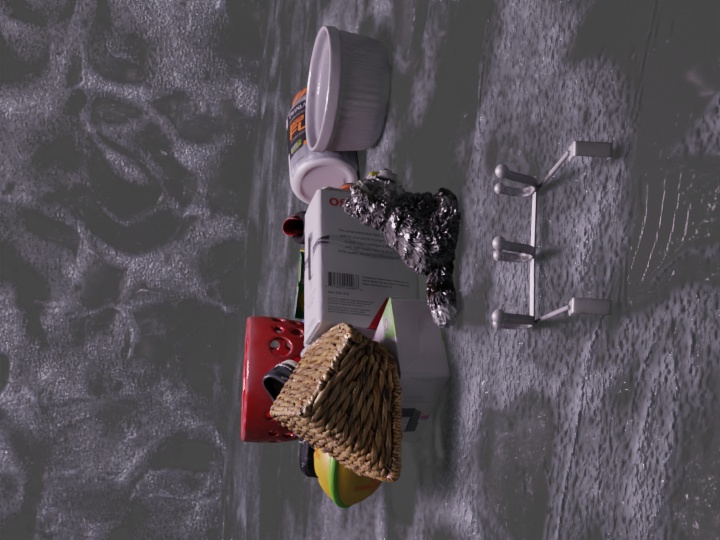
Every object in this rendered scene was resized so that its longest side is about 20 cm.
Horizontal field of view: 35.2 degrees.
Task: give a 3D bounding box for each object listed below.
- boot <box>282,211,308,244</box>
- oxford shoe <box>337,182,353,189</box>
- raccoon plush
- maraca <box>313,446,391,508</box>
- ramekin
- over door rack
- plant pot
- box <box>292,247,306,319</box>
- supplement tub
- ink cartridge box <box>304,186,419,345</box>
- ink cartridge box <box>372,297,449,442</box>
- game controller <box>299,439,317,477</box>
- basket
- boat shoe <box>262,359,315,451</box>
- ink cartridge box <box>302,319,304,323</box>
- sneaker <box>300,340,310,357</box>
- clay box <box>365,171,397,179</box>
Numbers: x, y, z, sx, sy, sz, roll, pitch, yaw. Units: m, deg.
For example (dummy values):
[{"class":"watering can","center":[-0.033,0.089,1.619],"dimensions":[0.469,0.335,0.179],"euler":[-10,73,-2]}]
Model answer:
[{"class":"boot","center":[-0.062,-0.078,1.860],"dimensions":[0.200,0.142,0.074],"euler":[-137,51,-75]},{"class":"oxford shoe","center":[-0.033,-0.064,1.682],"dimensions":[0.201,0.070,0.073],"euler":[107,166,-45]},{"class":"raccoon plush","center":[0.049,-0.035,1.369],"dimensions":[0.097,0.132,0.202],"euler":[111,160,-47]},{"class":"maraca","center":[-0.004,0.233,1.592],"dimensions":[0.137,0.106,0.202],"euler":[59,-137,-60]},{"class":"ramekin","center":[-0.021,-0.288,1.834],"dimensions":[0.200,0.103,0.203],"euler":[-175,90,-77]},{"class":"over door rack","center":[0.161,-0.027,1.030],"dimensions":[0.200,0.066,0.150],"euler":[152,121,-75]},{"class":"plant pot","center":[-0.102,0.181,1.838],"dimensions":[0.200,0.180,0.204],"euler":[-175,90,-84]},{"class":"box","center":[-0.072,0.014,1.929],"dimensions":[0.200,0.048,0.119],"euler":[-33,-49,-74]},{"class":"supplement tub","center":[-0.067,-0.221,1.977],"dimensions":[0.123,0.121,0.202],"euler":[108,161,-47]},{"class":"ink cartridge box","center":[0.000,0.000,1.547],"dimensions":[0.084,0.142,0.203],"euler":[127,146,-60]},{"class":"ink cartridge box","center":[0.050,0.142,1.459],"dimensions":[0.201,0.066,0.118],"euler":[110,158,-49]},{"class":"game controller","center":[-0.038,0.221,1.746],"dimensions":[0.042,0.103,0.203],"euler":[17,103,52]},{"class":"basket","center":[-0.004,0.161,1.410],"dimensions":[0.144,0.148,0.200],"euler":[-57,9,-15]},{"class":"boat shoe","center":[-0.077,0.221,1.672],"dimensions":[0.074,0.066,0.201],"euler":[-43,72,30]},{"class":"ink cartridge box","center":[-0.085,0.175,2.101],"dimensions":[0.199,0.043,0.202],"euler":[-106,22,-56]},{"class":"sneaker","center":[-0.030,0.097,1.607],"dimensions":[0.100,0.078,0.200],"euler":[-53,13,5]},{"class":"clay box","center":[0.022,-0.031,1.687],"dimensions":[0.115,0.047,0.203],"euler":[130,141,-69]}]
